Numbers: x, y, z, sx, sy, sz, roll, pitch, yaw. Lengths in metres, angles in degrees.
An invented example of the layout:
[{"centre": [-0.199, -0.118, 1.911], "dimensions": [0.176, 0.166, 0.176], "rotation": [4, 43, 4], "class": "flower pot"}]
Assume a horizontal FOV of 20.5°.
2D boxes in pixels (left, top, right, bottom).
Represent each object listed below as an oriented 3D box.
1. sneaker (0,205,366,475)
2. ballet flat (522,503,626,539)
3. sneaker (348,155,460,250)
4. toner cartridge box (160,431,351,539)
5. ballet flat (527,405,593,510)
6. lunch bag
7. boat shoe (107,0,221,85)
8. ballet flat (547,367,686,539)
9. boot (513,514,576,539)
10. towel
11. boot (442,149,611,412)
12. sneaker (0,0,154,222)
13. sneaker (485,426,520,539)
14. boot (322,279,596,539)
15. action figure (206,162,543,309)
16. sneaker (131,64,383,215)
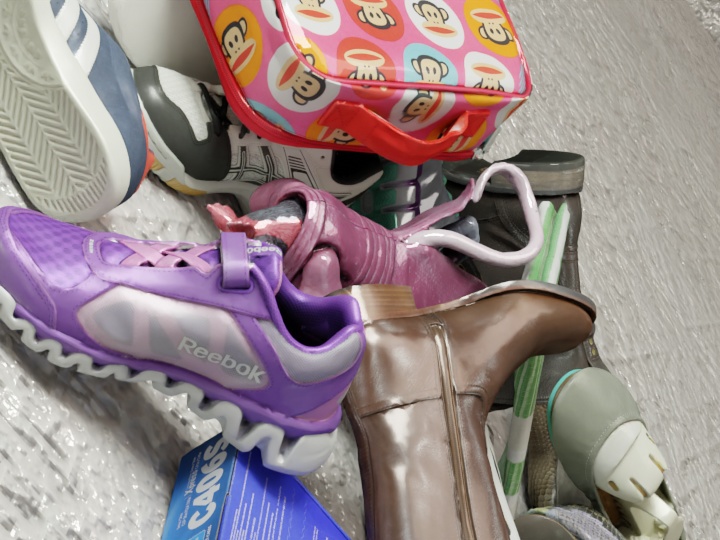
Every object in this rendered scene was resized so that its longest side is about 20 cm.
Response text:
[{"centre": [-0.080, 0.013, 0.917], "dimensions": [0.199, 0.089, 0.081], "rotation": [27, 30, -18], "class": "sneaker"}, {"centre": [0.182, 0.213, 1.235], "dimensions": [0.200, 0.072, 0.072], "rotation": [42, 11, 31], "class": "ballet flat"}, {"centre": [0.028, -0.058, 1.266], "dimensions": [0.087, 0.074, 0.202], "rotation": [11, 81, -50], "class": "sneaker"}, {"centre": [-0.051, 0.163, 0.891], "dimensions": [0.095, 0.043, 0.200], "rotation": [50, 22, -20], "class": "toner cartridge box"}, {"centre": [0.131, 0.125, 1.382], "dimensions": [0.068, 0.046, 0.201], "rotation": [53, 25, -37], "class": "ballet flat"}, {"centre": [0.005, -0.134, 1.135], "dimensions": [0.199, 0.082, 0.177], "rotation": [3, 54, -42], "class": "lunch bag"}, {"centre": [-0.092, -0.147, 1.210], "dimensions": [0.069, 0.072, 0.199], "rotation": [46, 18, 33], "class": "boat shoe"}, {"centre": [0.175, 0.134, 1.281], "dimensions": [0.064, 0.067, 0.201], "rotation": [31, -21, 37], "class": "ballet flat"}, {"centre": [0.127, 0.233, 1.182], "dimensions": [0.075, 0.073, 0.201], "rotation": [-77, 144, -79], "class": "boot"}, {"centre": [0.097, 0.075, 1.212], "dimensions": [0.153, 0.023, 0.202], "rotation": [-69, 168, -65], "class": "towel"}, {"centre": [0.076, 0.009, 1.323], "dimensions": [0.069, 0.199, 0.176], "rotation": [-19, 109, -51], "class": "boot"}, {"centre": [-0.164, -0.122, 0.995], "dimensions": [0.202, 0.074, 0.084], "rotation": [68, 21, -4], "class": "sneaker"}, {"centre": [0.073, 0.177, 1.111], "dimensions": [0.130, 0.079, 0.200], "rotation": [44, 25, -38], "class": "sneaker"}, {"centre": [0.068, 0.108, 1.026], "dimensions": [0.185, 0.064, 0.202], "rotation": [-1, 66, -31], "class": "boot"}, {"centre": [0.000, 0.000, 1.086], "dimensions": [0.199, 0.148, 0.135], "rotation": [25, 38, -47], "class": "action figure"}, {"centre": [-0.062, -0.084, 1.153], "dimensions": [0.200, 0.087, 0.076], "rotation": [25, 40, -54], "class": "sneaker"}]
